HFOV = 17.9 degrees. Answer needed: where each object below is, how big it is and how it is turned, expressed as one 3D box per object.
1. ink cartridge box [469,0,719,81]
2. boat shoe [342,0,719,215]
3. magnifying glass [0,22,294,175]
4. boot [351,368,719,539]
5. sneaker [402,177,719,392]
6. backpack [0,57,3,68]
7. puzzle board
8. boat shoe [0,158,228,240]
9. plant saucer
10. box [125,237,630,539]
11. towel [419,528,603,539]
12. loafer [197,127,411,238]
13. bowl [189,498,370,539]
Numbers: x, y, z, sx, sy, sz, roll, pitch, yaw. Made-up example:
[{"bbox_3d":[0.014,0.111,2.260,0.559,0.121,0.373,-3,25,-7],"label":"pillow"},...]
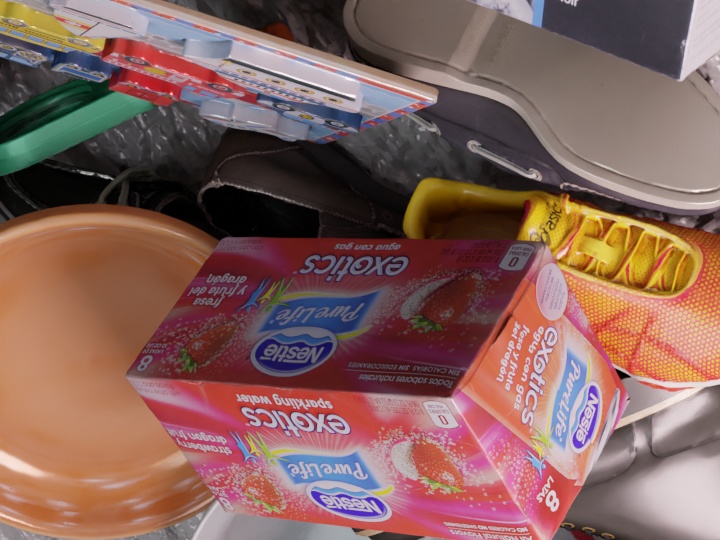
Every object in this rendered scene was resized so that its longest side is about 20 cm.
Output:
[{"bbox_3d":[0.070,-0.200,0.947,0.197,0.043,0.201,24,131,22],"label":"ink cartridge box"},{"bbox_3d":[0.084,-0.074,1.024,0.199,0.073,0.063,26,158,20],"label":"boat shoe"},{"bbox_3d":[-0.119,-0.087,1.157,0.199,0.080,0.023,-17,110,32],"label":"magnifying glass"},{"bbox_3d":[0.107,0.119,1.088,0.199,0.078,0.139,-25,110,18],"label":"boot"},{"bbox_3d":[0.107,0.004,1.013,0.198,0.074,0.077,8,158,27],"label":"sneaker"},{"bbox_3d":[-0.277,-0.106,1.187,0.190,0.199,0.155,-40,80,43],"label":"backpack"},{"bbox_3d":[-0.082,-0.093,1.025,0.198,0.018,0.151,16,172,-19],"label":"puzzle board"},{"bbox_3d":[-0.112,-0.023,1.198,0.199,0.071,0.064,24,134,10],"label":"boat shoe"},{"bbox_3d":[-0.134,0.048,1.150,0.198,0.038,0.202,-3,124,-5],"label":"plant saucer"},{"bbox_3d":[0.006,0.052,1.031,0.199,0.096,0.100,2,136,41],"label":"box"},{"bbox_3d":[0.086,0.174,1.144,0.200,0.023,0.144,-38,96,11],"label":"towel"},{"bbox_3d":[0.000,0.000,1.123,0.199,0.071,0.073,31,135,15],"label":"loafer"},{"bbox_3d":[0.005,0.172,1.205,0.199,0.090,0.203,1,103,4],"label":"bowl"}]
